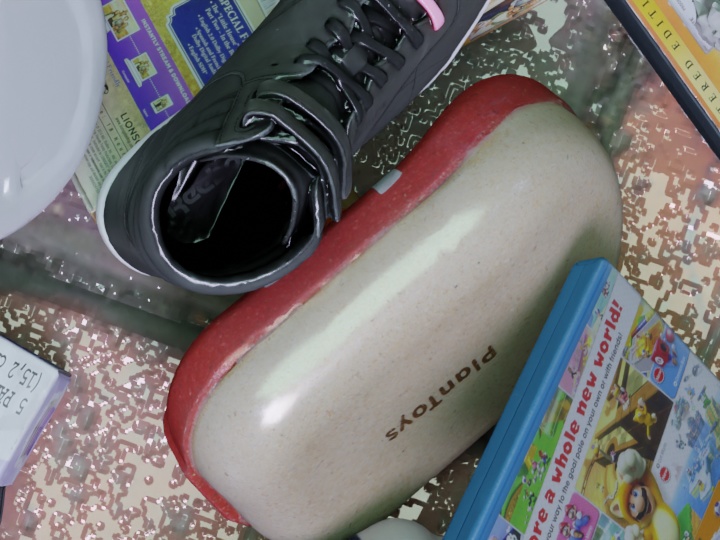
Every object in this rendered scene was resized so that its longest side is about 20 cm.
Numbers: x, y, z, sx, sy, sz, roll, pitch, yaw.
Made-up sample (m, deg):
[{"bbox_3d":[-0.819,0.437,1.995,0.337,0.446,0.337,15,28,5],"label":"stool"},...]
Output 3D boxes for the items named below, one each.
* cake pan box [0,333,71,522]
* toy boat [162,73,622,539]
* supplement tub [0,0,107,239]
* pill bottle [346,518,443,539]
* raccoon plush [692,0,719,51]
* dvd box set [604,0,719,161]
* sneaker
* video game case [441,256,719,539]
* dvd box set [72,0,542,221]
[{"bbox_3d":[-0.235,0.074,0.958,0.200,0.052,0.184,30,87,2],"label":"cake pan box"},{"bbox_3d":[0.000,0.000,0.947,0.200,0.131,0.131,-40,57,-4],"label":"toy boat"},{"bbox_3d":[-0.202,-0.088,0.909,0.200,0.123,0.123,17,83,30],"label":"supplement tub"},{"bbox_3d":[0.000,0.162,0.921,0.200,0.111,0.111,-32,86,-4],"label":"pill bottle"},{"bbox_3d":[0.181,-0.018,0.934,0.200,0.097,0.134,25,103,-12],"label":"raccoon plush"},{"bbox_3d":[0.202,-0.126,0.964,0.200,0.029,0.146,-42,115,-4],"label":"dvd box set"},{"bbox_3d":[-0.008,-0.063,0.868,0.200,0.099,0.071,-45,109,2],"label":"sneaker"},{"bbox_3d":[0.117,0.112,0.901,0.200,0.018,0.143,45,56,-26],"label":"video game case"},{"bbox_3d":[-0.044,-0.121,0.962,0.200,0.029,0.146,-29,68,-3],"label":"dvd box set"}]
